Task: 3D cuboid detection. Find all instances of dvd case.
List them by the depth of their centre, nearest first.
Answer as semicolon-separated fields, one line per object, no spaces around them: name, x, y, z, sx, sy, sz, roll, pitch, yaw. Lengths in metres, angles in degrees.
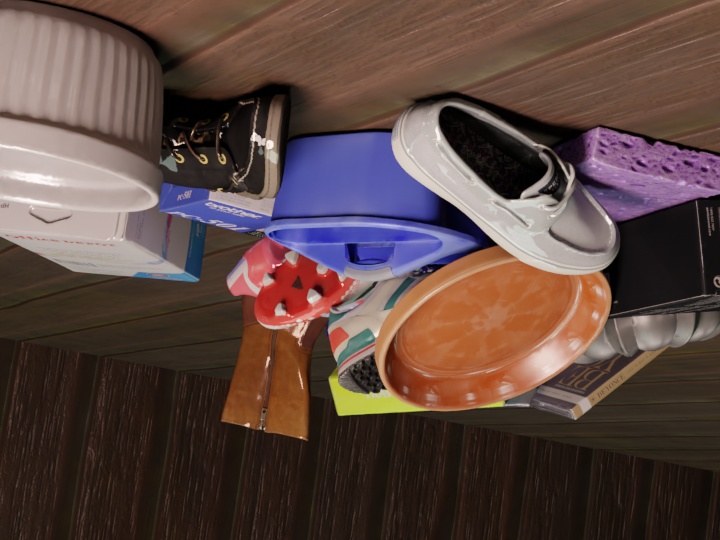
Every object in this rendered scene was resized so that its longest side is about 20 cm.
dvd case;0.241;0.073;1.789;0.016;0.199;0.148;61;160;-18

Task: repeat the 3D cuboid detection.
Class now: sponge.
sponge;0.187;-0.069;1.411;0.111;0.030;0.200;10;171;-17

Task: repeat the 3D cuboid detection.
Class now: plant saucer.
plant saucer;0.106;0.042;1.474;0.198;0.033;0.201;-13;144;-10

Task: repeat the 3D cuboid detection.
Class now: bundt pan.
bundt pan;0.249;0.037;1.656;0.200;0.077;0.202;-11;177;0

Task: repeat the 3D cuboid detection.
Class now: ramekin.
ramekin;-0.229;-0.114;1.264;0.198;0.106;0.200;8;170;1

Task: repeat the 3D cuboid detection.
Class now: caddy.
caddy;0.014;-0.043;1.470;0.199;0.106;0.141;-1;168;43

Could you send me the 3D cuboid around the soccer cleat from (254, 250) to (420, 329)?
soccer cleat;0.000;0.000;1.606;0.199;0.069;0.085;-33;143;4

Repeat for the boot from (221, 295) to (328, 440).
boot;-0.056;0.087;2.029;0.186;0.202;0.068;6;171;11

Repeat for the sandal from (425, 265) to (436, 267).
sandal;0.092;-0.018;1.753;0.075;0.043;0.200;4;170;24

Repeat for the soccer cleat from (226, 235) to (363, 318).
soccer cleat;-0.035;0.019;1.700;0.076;0.067;0.199;-33;142;31

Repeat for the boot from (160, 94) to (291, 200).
boot;-0.133;-0.101;1.378;0.149;0.074;0.200;10;176;-10

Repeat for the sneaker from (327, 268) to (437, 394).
sneaker;0.056;0.019;1.527;0.199;0.094;0.070;-31;143;14

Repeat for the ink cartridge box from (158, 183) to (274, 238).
ink cartridge box;-0.074;-0.057;1.662;0.199;0.045;0.094;15;167;-34

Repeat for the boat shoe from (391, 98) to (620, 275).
boat shoe;0.116;-0.059;1.310;0.200;0.071;0.071;30;160;-20

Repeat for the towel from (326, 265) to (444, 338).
towel;0.055;0.052;1.960;0.147;0.050;0.200;-38;157;8

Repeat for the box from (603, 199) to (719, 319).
box;0.286;-0.009;1.461;0.140;0.080;0.200;-1;174;-18

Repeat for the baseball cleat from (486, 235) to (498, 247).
baseball cleat;0.163;-0.034;1.584;0.106;0.070;0.200;-11;169;21

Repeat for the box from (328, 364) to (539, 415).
box;0.082;0.092;1.792;0.198;0.048;0.122;-4;-157;22

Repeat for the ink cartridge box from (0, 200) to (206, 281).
ink cartridge box;-0.245;-0.052;1.716;0.143;0.086;0.200;5;171;16
